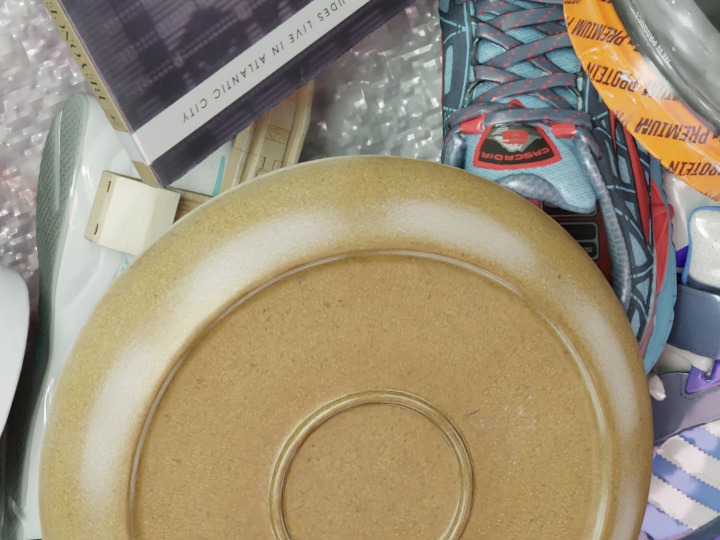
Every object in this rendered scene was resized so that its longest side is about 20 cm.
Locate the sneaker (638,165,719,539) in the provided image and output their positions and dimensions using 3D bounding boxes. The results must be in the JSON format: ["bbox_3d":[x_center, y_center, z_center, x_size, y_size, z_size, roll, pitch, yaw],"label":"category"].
[{"bbox_3d":[0.106,0.034,1.055,0.199,0.081,0.147,-21,111,2],"label":"sneaker"}]

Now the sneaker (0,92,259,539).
[{"bbox_3d":[-0.079,0.040,1.015,0.080,0.071,0.201,6,114,-18],"label":"sneaker"}]

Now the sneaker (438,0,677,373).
[{"bbox_3d":[0.064,-0.049,0.961,0.079,0.096,0.201,-9,98,15],"label":"sneaker"}]

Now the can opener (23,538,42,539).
[{"bbox_3d":[-0.059,0.099,0.997,0.200,0.078,0.064,-31,134,-38],"label":"can opener"}]

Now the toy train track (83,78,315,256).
[{"bbox_3d":[0.000,0.000,0.998,0.199,0.032,0.115,12,97,-38],"label":"toy train track"}]

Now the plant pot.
[{"bbox_3d":[0.001,0.065,0.914,0.199,0.027,0.201,-4,104,-15],"label":"plant pot"}]

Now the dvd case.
[{"bbox_3d":[-0.052,-0.148,0.876,0.148,0.016,0.201,-38,113,-23],"label":"dvd case"}]

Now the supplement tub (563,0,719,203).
[{"bbox_3d":[0.160,-0.115,0.877,0.122,0.123,0.200,33,123,-25],"label":"supplement tub"}]

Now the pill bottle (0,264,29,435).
[{"bbox_3d":[-0.214,0.013,0.945,0.199,0.116,0.116,19,111,-21],"label":"pill bottle"}]
